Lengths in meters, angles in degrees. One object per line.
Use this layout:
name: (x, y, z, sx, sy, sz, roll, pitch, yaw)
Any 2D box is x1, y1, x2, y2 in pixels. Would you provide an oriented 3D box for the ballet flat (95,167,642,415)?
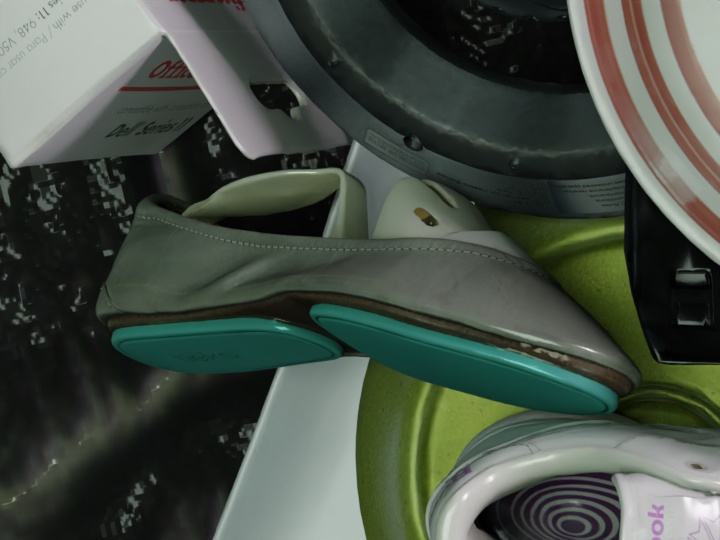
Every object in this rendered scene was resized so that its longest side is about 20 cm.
ballet flat: (0.000, 0.000, 0.756, 0.200, 0.067, 0.064, 3, 70, 43)

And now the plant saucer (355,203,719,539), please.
plant saucer: (0.090, 0.060, 0.769, 0.200, 0.031, 0.200, 1, 94, 16)

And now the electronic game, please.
electronic game: (0.052, -0.108, 0.717, 0.200, 0.042, 0.200, 8, 115, 17)

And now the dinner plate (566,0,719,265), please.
dinner plate: (0.150, -0.079, 0.652, 0.200, 0.024, 0.201, 4, 104, 15)

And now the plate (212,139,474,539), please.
plate: (0.067, 0.060, 0.809, 0.199, 0.032, 0.200, 22, 101, 15)

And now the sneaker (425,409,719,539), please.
sneaker: (0.112, 0.081, 0.696, 0.200, 0.100, 0.075, 4, 93, 15)

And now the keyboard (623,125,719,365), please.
keyboard: (0.170, 0.006, 0.692, 0.200, 0.040, 0.104, 1, 75, 9)

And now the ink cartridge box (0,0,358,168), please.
ink cartridge box: (-0.094, -0.098, 0.802, 0.067, 0.117, 0.200, -38, 82, 17)
